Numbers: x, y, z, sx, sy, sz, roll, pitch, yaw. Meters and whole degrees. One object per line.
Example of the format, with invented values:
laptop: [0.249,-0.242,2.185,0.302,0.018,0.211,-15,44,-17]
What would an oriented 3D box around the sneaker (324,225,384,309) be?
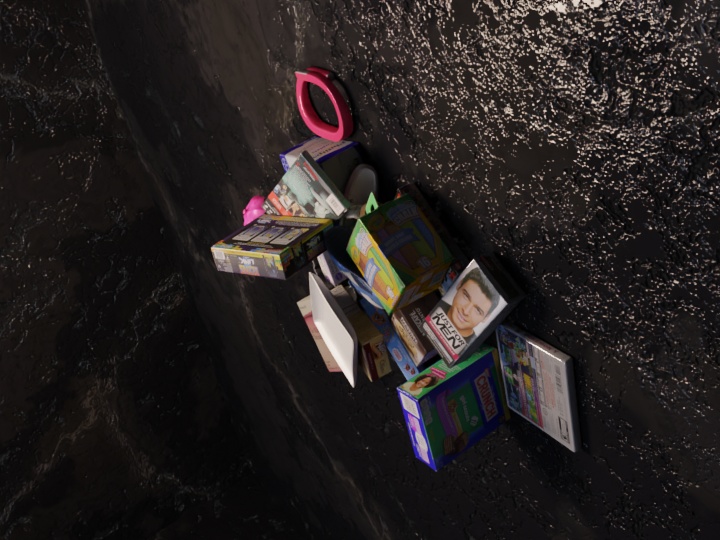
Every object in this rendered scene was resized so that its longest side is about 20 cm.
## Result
sneaker: [0.000,0.000,1.657,0.200,0.074,0.083,48,160,13]

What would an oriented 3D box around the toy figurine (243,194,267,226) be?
toy figurine: [-0.190,-0.127,2.045,0.203,0.182,0.150,65,157,-8]

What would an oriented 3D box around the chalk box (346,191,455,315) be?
chalk box: [0.059,-0.048,1.569,0.201,0.122,0.125,55,155,18]

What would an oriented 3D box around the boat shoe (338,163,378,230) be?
boat shoe: [-0.005,-0.112,1.710,0.069,0.069,0.204,-113,35,-81]

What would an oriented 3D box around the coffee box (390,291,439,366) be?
coffee box: [0.124,0.113,1.706,0.114,0.079,0.200,58,171,12]

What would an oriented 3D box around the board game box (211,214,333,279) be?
board game box: [-0.172,-0.050,1.698,0.197,0.165,0.058,7,120,39]

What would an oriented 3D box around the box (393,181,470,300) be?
box: [0.126,-0.051,1.633,0.202,0.039,0.137,56,158,16]

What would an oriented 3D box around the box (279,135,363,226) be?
box: [-0.066,-0.176,1.828,0.199,0.104,0.187,21,134,57]

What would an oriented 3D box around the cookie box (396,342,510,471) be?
cookie box: [0.183,0.254,1.635,0.075,0.198,0.174,24,138,53]

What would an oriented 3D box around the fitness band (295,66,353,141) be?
fitness band: [-0.078,-0.345,1.765,0.199,0.037,0.146,32,145,52]

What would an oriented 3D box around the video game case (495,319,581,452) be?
video game case: [0.317,0.202,1.521,0.181,0.023,0.203,32,143,51]

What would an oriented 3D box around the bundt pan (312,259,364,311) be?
bundt pan: [-0.031,0.012,1.990,0.202,0.075,0.204,47,152,34]

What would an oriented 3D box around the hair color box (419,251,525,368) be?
hair color box: [0.195,0.072,1.510,0.100,0.060,0.201,53,134,20]

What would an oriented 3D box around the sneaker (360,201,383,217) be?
sneaker: [0.037,-0.042,1.699,0.089,0.067,0.203,4,123,61]

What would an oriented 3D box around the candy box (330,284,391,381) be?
candy box: [-0.009,0.136,1.875,0.200,0.055,0.117,48,158,47]

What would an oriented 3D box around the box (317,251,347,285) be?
box: [-0.081,-0.068,1.796,0.041,0.038,0.203,16,130,60]

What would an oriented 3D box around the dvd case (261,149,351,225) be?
dvd case: [-0.114,-0.131,1.731,0.147,0.022,0.200,50,139,4]

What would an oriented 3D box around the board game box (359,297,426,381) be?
board game box: [0.076,0.147,1.874,0.202,0.036,0.151,58,-174,11]

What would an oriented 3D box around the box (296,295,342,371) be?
box: [-0.058,0.142,2.147,0.203,0.108,0.128,64,157,-3]

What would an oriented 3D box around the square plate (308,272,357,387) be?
square plate: [-0.054,0.127,1.850,0.201,0.028,0.200,56,162,31]
